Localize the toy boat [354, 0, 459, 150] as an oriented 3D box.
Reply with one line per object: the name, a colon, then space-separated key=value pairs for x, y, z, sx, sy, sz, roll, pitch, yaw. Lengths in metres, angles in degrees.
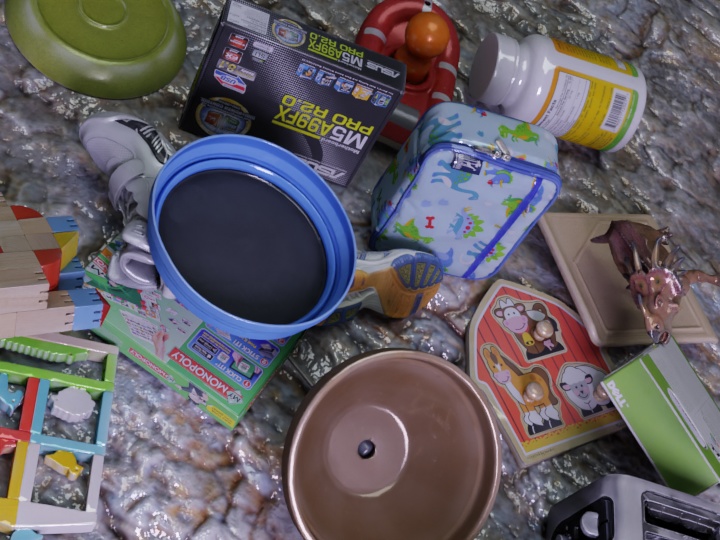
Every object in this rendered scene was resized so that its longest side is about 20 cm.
toy boat: x=0.061 y=-0.243 z=1.365 sx=0.129 sy=0.131 sz=0.202 roll=22 pitch=51 yaw=-12

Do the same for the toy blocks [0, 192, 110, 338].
toy blocks: x=-0.301 y=-0.008 z=1.035 sx=0.135 sy=0.101 sz=0.200 roll=-6 pitch=37 yaw=-32

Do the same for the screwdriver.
screwdriver: x=-0.053 y=0.101 z=1.148 sx=0.201 sy=0.028 sz=0.029 roll=50 pitch=21 yaw=20

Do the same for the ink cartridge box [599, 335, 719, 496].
ink cartridge box: x=0.305 y=0.153 z=1.184 sx=0.149 sy=0.075 sz=0.199 roll=59 pitch=21 yaw=10

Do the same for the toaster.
toaster: x=0.276 y=0.309 z=1.104 sx=0.197 sy=0.119 sz=0.183 roll=19 pitch=52 yaw=-14

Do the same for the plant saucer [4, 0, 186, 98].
plant saucer: x=-0.278 y=-0.273 z=1.279 sx=0.197 sy=0.031 sz=0.202 roll=14 pitch=53 yaw=-19

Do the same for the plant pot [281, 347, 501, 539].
plant pot: x=0.019 y=0.167 z=1.063 sx=0.198 sy=0.093 sz=0.204 roll=-1 pitch=92 yaw=-18

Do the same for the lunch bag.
lunch bag: x=0.108 y=-0.076 z=1.229 sx=0.159 sy=0.200 sz=0.083 roll=15 pitch=53 yaw=-18

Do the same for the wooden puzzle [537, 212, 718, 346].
wooden puzzle: x=0.301 y=0.011 z=1.373 sx=0.197 sy=0.037 sz=0.187 roll=4 pitch=51 yaw=-31

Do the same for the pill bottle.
pill bottle: x=0.237 y=-0.222 z=1.453 sx=0.197 sy=0.111 sz=0.112 roll=14 pitch=53 yaw=-18

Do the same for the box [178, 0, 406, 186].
box: x=-0.072 y=-0.180 z=1.236 sx=0.197 sy=0.161 sz=0.045 roll=19 pitch=50 yaw=-15

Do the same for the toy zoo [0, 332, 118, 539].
toy zoo: x=-0.278 y=0.141 z=1.001 sx=0.129 sy=0.021 sz=0.202 roll=14 pitch=53 yaw=-18

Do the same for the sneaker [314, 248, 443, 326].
sneaker: x=0.000 y=0.000 z=1.206 sx=0.198 sy=0.076 sz=0.088 roll=-2 pitch=29 yaw=-45

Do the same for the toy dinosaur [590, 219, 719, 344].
toy dinosaur: x=0.300 y=-0.009 z=1.260 sx=0.135 sy=0.086 sz=0.201 roll=21 pitch=23 yaw=-41

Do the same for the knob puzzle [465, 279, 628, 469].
knob puzzle: x=0.195 y=0.092 z=1.270 sx=0.217 sy=0.031 sz=0.222 roll=13 pitch=53 yaw=-18

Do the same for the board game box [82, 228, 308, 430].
board game box: x=-0.162 y=0.041 z=1.114 sx=0.199 sy=0.029 sz=0.135 roll=35 pitch=50 yaw=5

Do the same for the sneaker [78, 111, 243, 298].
sneaker: x=-0.206 y=-0.060 z=1.102 sx=0.199 sy=0.075 sz=0.115 roll=41 pitch=47 yaw=6

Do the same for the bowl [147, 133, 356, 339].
bowl: x=-0.099 y=-0.029 z=1.073 sx=0.198 sy=0.039 sz=0.203 roll=16 pitch=53 yaw=-22
